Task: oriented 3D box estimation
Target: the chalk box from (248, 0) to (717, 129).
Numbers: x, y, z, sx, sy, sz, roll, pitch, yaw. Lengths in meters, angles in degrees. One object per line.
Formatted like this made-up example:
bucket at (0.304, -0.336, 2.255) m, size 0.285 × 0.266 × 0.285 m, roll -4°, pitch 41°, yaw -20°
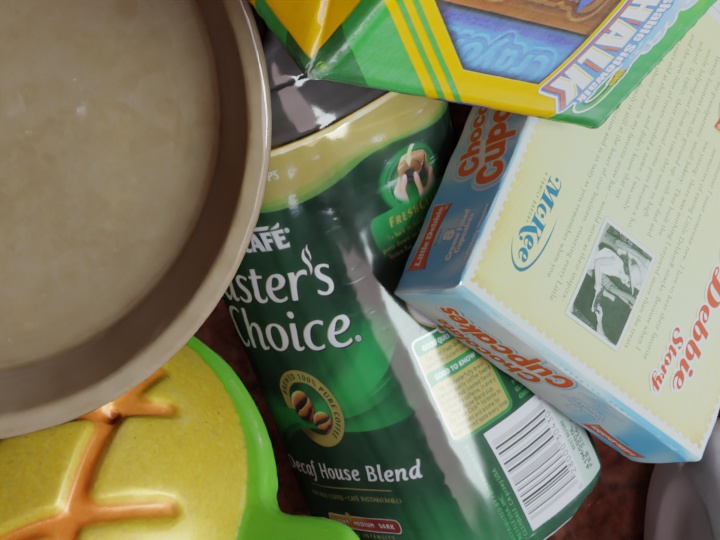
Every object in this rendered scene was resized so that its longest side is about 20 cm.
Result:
chalk box at (0.046, -0.128, 0.643) m, size 0.124 × 0.200 × 0.125 m, roll -48°, pitch 63°, yaw 22°

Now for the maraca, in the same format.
maraca at (-0.082, 0.088, 0.732) m, size 0.137 × 0.200 × 0.107 m, roll -48°, pitch 141°, yaw -3°

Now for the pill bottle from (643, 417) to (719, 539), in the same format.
pill bottle at (0.211, 0.107, 0.810) m, size 0.199 × 0.111 × 0.111 m, roll 0°, pitch 103°, yaw -11°

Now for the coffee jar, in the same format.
coffee jar at (0.000, 0.000, 0.759) m, size 0.085 × 0.104 × 0.200 m, roll -33°, pitch 109°, yaw -31°

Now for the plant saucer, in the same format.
plant saucer at (-0.125, -0.047, 0.683) m, size 0.200 × 0.029 × 0.201 m, roll 0°, pitch 102°, yaw 2°

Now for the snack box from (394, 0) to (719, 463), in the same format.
snack box at (0.097, -0.051, 0.747) m, size 0.116 × 0.037 × 0.200 m, roll 35°, pitch 67°, yaw -29°
